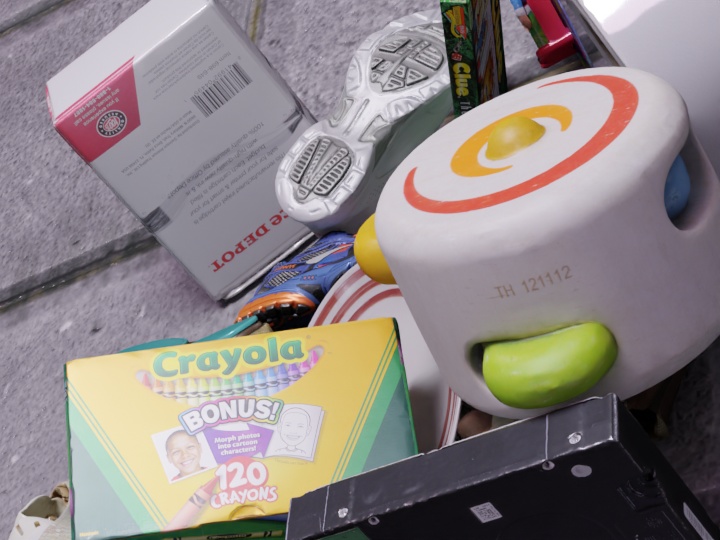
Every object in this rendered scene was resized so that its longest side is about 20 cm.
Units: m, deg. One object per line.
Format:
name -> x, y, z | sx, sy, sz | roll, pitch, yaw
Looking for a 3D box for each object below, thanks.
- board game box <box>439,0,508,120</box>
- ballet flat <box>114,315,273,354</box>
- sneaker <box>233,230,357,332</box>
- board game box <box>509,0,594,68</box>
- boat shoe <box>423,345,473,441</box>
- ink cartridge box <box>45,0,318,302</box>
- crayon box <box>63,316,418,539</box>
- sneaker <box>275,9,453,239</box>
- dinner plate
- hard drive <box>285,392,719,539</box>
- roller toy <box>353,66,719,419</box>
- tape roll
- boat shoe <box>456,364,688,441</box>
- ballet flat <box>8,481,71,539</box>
board game box -> 0.079, -0.138, 1.233 | 0.023, 0.200, 0.105 | 1, 49, 11
ballet flat -> -0.120, 0.080, 1.290 | 0.200, 0.071, 0.071 | -15, 42, 51
sneaker -> 0.000, 0.000, 1.264 | 0.200, 0.075, 0.079 | -17, 39, 27
board game box -> 0.111, -0.193, 1.286 | 0.039, 0.158, 0.200 | -28, 38, 7
boat shoe -> 0.076, 0.057, 1.142 | 0.075, 0.062, 0.200 | -37, 47, 35
ink cartridge box -> -0.114, -0.097, 1.357 | 0.146, 0.200, 0.085 | -37, 31, 5
crayon box -> -0.068, 0.103, 1.067 | 0.199, 0.058, 0.119 | -8, 58, -1
sneaker -> 0.020, -0.101, 1.325 | 0.078, 0.099, 0.200 | 38, 81, 27
dinner plate -> 0.010, 0.087, 1.149 | 0.200, 0.024, 0.201 | -26, 58, 50
hard drive -> 0.078, 0.144, 0.984 | 0.200, 0.140, 0.038 | -22, 39, 25
roller toy -> 0.106, -0.023, 1.004 | 0.182, 0.140, 0.200 | -33, 24, -13
tape roll -> 0.191, -0.135, 1.119 | 0.071, 0.202, 0.203 | -35, 36, 9
boat shoe -> 0.156, 0.067, 1.066 | 0.202, 0.075, 0.075 | -32, -8, -10
ballet flat -> -0.202, 0.182, 1.194 | 0.200, 0.062, 0.068 | -76, 10, -85
